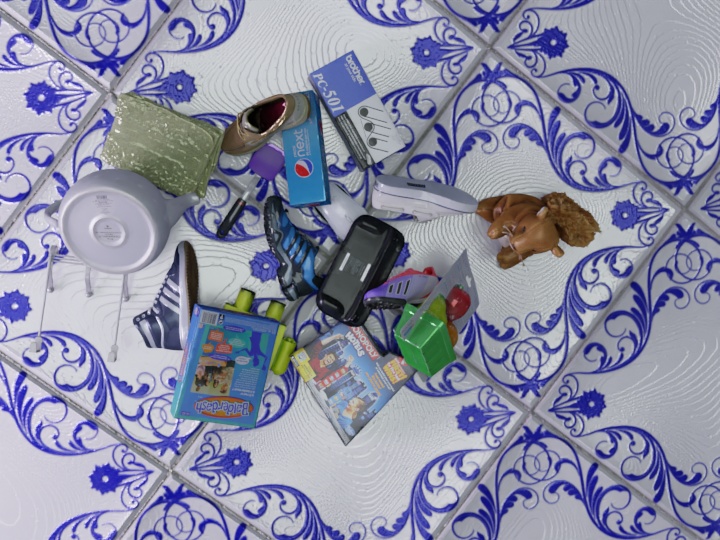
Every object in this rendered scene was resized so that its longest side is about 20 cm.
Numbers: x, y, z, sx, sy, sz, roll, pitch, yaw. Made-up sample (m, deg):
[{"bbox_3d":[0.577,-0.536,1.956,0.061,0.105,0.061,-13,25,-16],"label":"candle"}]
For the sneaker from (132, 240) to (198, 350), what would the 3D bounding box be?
[{"bbox_3d":[-0.353,0.047,1.470,0.108,0.070,0.200,-3,85,7],"label":"sneaker"}]

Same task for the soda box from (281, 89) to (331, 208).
[{"bbox_3d":[-0.100,-0.216,1.459,0.068,0.064,0.200,-7,87,7],"label":"soda box"}]

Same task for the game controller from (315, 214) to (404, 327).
[{"bbox_3d":[0.000,0.000,1.479,0.104,0.042,0.200,27,84,1],"label":"game controller"}]

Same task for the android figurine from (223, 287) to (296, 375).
[{"bbox_3d":[-0.216,0.139,1.507,0.182,0.041,0.200,20,92,-8],"label":"android figurine"}]

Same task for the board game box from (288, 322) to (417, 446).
[{"bbox_3d":[0.000,0.188,1.523,0.200,0.062,0.200,-32,93,-6],"label":"board game box"}]

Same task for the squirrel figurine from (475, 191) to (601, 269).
[{"bbox_3d":[0.329,-0.084,1.473,0.200,0.187,0.142,-19,96,-4],"label":"squirrel figurine"}]

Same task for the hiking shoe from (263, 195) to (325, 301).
[{"bbox_3d":[-0.123,-0.047,1.493,0.087,0.074,0.200,-17,106,-12],"label":"hiking shoe"}]

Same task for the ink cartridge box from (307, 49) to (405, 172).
[{"bbox_3d":[-0.007,-0.291,1.491,0.094,0.044,0.200,-30,97,-5],"label":"ink cartridge box"}]

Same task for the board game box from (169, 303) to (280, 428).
[{"bbox_3d":[-0.241,0.171,1.444,0.152,0.045,0.200,13,91,-24],"label":"board game box"}]

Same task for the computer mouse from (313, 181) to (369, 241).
[{"bbox_3d":[-0.012,-0.080,1.509,0.110,0.044,0.200,-45,98,0],"label":"computer mouse"}]

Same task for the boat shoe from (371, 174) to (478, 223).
[{"bbox_3d":[0.118,-0.124,1.515,0.200,0.071,0.070,9,121,-11],"label":"boat shoe"}]

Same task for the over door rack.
[{"bbox_3d":[-0.495,0.062,1.448,0.147,0.067,0.200,7,73,-7],"label":"over door rack"}]

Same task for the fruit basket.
[{"bbox_3d":[0.144,0.081,1.468,0.094,0.185,0.200,20,64,29],"label":"fruit basket"}]

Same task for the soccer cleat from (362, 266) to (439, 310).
[{"bbox_3d":[0.074,0.032,1.477,0.200,0.068,0.073,-2,83,-47],"label":"soccer cleat"}]

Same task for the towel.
[{"bbox_3d":[-0.354,-0.221,1.452,0.200,0.036,0.149,22,106,-8],"label":"towel"}]

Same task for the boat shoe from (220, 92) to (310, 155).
[{"bbox_3d":[-0.182,-0.261,1.421,0.200,0.066,0.074,-24,77,31],"label":"boat shoe"}]

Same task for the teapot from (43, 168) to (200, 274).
[{"bbox_3d":[-0.422,-0.099,1.414,0.200,0.146,0.197,38,114,-20],"label":"teapot"}]

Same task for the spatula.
[{"bbox_3d":[-0.208,-0.144,1.493,0.056,0.021,0.200,33,91,-9],"label":"spatula"}]
